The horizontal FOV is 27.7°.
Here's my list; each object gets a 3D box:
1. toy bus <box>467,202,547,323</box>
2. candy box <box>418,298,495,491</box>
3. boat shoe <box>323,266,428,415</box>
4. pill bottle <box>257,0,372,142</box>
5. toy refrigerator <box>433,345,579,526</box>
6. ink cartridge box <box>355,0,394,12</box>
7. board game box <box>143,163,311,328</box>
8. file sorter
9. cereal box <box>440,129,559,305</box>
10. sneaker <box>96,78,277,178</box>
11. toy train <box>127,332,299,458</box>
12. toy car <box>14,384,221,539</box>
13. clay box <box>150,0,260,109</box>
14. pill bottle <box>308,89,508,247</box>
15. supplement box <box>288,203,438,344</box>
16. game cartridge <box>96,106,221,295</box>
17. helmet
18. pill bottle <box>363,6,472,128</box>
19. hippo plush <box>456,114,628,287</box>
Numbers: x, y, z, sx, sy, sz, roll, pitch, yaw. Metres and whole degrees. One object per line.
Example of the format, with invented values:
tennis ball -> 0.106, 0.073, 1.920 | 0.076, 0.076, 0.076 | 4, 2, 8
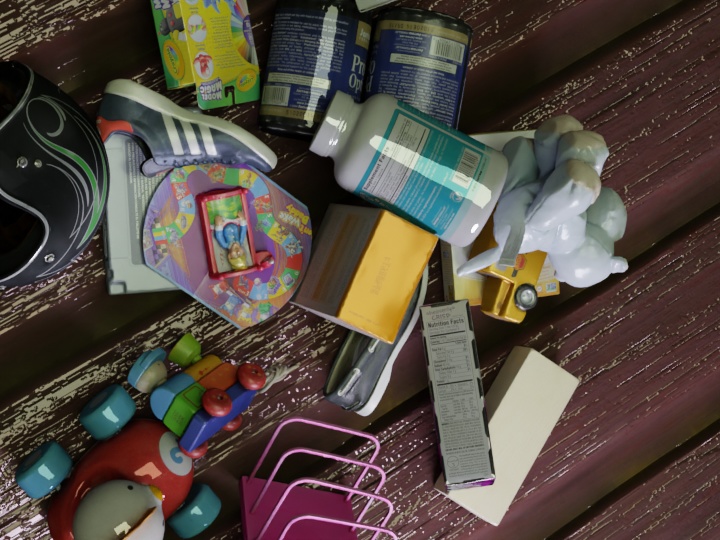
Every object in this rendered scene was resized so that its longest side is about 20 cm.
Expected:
toy bus -> 0.183, -0.044, 1.697 | 0.078, 0.065, 0.202 | 22, 86, -20
candy box -> 0.109, 0.144, 1.654 | 0.060, 0.136, 0.202 | -8, 78, 3
boat shoe -> 0.018, 0.067, 1.682 | 0.060, 0.075, 0.202 | 22, 86, -26
pill bottle -> -0.047, -0.246, 1.616 | 0.111, 0.112, 0.202 | 9, 91, -20
toy refrigerator -> 0.174, 0.197, 1.754 | 0.076, 0.070, 0.201 | 32, 82, -12
ink cartridge box -> 0.043, -0.378, 1.594 | 0.083, 0.200, 0.147 | -14, 103, 27
board game box -> -0.136, -0.036, 1.601 | 0.199, 0.039, 0.159 | 36, 79, -23
file sorter -> -0.041, 0.278, 1.591 | 0.138, 0.201, 0.126 | 14, 126, -21
cereal box -> 0.163, -0.064, 1.744 | 0.142, 0.039, 0.203 | -7, 96, -20
sneaker -> -0.190, -0.129, 1.558 | 0.198, 0.075, 0.085 | 21, 84, -11
toy train -> -0.163, 0.113, 1.621 | 0.115, 0.200, 0.085 | 39, 124, 10
toy car -> -0.242, 0.248, 1.530 | 0.177, 0.200, 0.185 | -41, 107, -9
clay box -> -0.171, -0.276, 1.573 | 0.115, 0.047, 0.202 | -19, 102, -54
pill bottle -> 0.048, -0.114, 1.539 | 0.198, 0.111, 0.112 | 27, 85, -5
supplement box -> 0.000, 0.000, 1.604 | 0.073, 0.200, 0.127 | 25, 87, -18
game cartridge -> -0.219, -0.078, 1.606 | 0.132, 0.041, 0.203 | -4, 95, -16
helmet -> -0.347, -0.089, 1.476 | 0.200, 0.200, 0.192 | -39, 128, -13
pill bottle -> 0.058, -0.187, 1.651 | 0.111, 0.112, 0.202 | 10, 90, -20
hippo plush -> 0.236, -0.054, 1.597 | 0.160, 0.159, 0.202 | 34, 63, -28
